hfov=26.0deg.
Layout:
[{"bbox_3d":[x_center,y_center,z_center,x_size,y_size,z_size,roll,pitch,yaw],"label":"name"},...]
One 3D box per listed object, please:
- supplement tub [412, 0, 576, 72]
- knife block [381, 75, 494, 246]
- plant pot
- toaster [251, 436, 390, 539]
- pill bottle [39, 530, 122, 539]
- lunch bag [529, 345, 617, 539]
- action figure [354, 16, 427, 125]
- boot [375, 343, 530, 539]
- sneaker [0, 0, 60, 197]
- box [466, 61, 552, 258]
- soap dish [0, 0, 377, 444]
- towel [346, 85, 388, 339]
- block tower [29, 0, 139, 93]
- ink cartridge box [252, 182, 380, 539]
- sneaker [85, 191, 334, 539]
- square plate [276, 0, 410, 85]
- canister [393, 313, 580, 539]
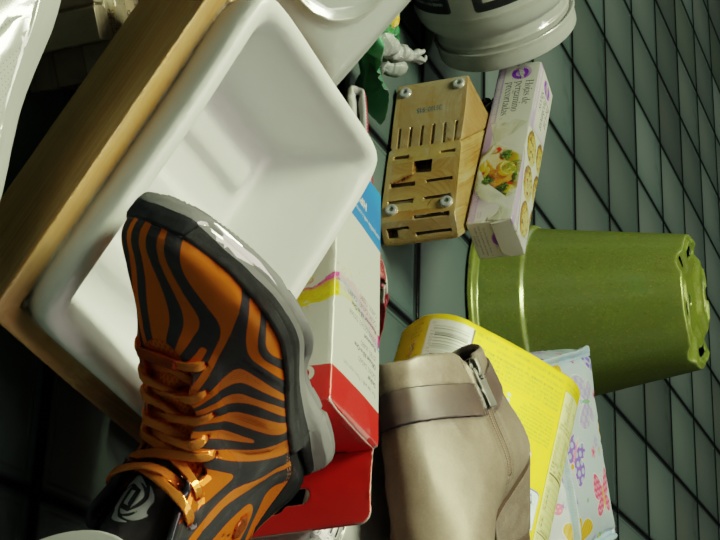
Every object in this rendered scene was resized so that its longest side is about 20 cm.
[{"bbox_3d":[0.097,-0.282,1.294,0.141,0.139,0.201,-67,144,-51],"label":"supplement tub"},{"bbox_3d":[0.084,-0.068,1.299,0.176,0.063,0.201,55,35,-49],"label":"knife block"},{"bbox_3d":[0.217,0.037,1.433,0.200,0.188,0.202,-8,90,-68],"label":"plant pot"},{"bbox_3d":[-0.026,0.143,0.901,0.130,0.113,0.201,57,35,-40],"label":"toaster"},{"bbox_3d":[-0.101,0.216,0.687,0.112,0.111,0.201,-66,143,-52],"label":"pill bottle"},{"bbox_3d":[0.116,0.155,1.237,0.199,0.126,0.171,-4,86,-56],"label":"lunch bag"},{"bbox_3d":[0.010,-0.171,1.079,0.200,0.054,0.119,10,62,-89],"label":"action figure"},{"bbox_3d":[0.035,0.121,0.848,0.200,0.070,0.148,-15,90,-62],"label":"boot"},{"bbox_3d":[-0.183,-0.114,0.633,0.116,0.073,0.202,47,42,-60],"label":"sneaker"},{"bbox_3d":[0.122,-0.092,1.264,0.201,0.038,0.042,-74,150,-45],"label":"box"},{"bbox_3d":[-0.088,-0.029,0.749,0.201,0.081,0.158,-58,144,-16],"label":"soap dish"},{"bbox_3d":[0.000,0.000,0.996,0.201,0.023,0.145,94,-7,-57],"label":"towel"},{"bbox_3d":[-0.112,-0.129,0.840,0.200,0.057,0.055,-20,102,-66],"label":"block tower"},{"bbox_3d":[-0.054,0.037,0.838,0.067,0.115,0.201,52,32,-53],"label":"ink cartridge box"},{"bbox_3d":[-0.075,0.065,0.678,0.112,0.077,0.201,-50,141,-26],"label":"sneaker"},{"bbox_3d":[-0.012,-0.218,0.768,0.200,0.028,0.198,-47,120,-7],"label":"square plate"},{"bbox_3d":[0.069,0.147,1.077,0.148,0.086,0.201,29,56,-16],"label":"canister"}]
